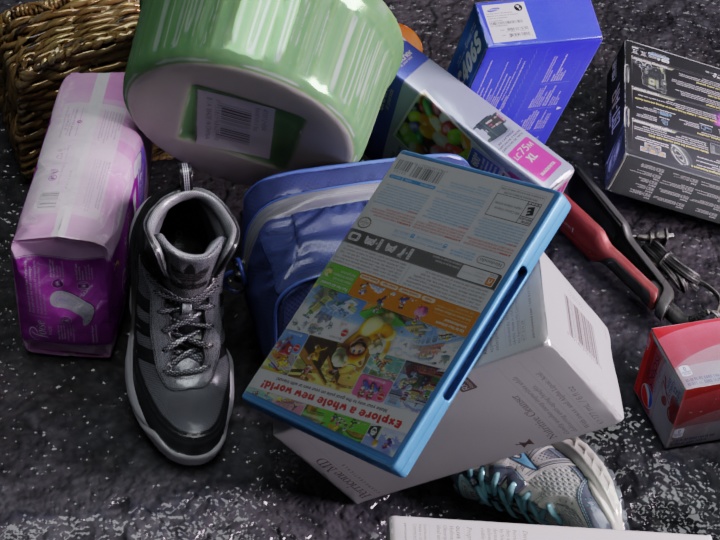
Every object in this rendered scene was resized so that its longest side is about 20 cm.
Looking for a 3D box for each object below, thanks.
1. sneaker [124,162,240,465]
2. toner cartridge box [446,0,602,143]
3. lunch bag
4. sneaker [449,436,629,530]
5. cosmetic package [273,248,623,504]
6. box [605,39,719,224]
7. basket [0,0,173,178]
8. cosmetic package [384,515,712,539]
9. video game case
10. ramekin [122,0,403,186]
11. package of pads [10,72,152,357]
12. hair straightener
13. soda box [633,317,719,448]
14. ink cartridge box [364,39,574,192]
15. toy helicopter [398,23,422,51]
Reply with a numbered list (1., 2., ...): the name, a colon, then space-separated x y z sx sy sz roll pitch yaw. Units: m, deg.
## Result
1. sneaker: -0.121 0.027 1.062 0.075 0.114 0.200 -3 73 -14
2. toner cartridge box: 0.115 -0.143 1.246 0.095 0.200 0.043 -6 65 -14
3. lunch bag: 0.000 0.000 1.131 0.200 0.136 0.132 -6 45 -12
4. sneaker: 0.108 0.142 1.059 0.086 0.078 0.200 -26 45 -15
5. cosmetic package: 0.053 0.072 1.013 0.200 0.113 0.081 -23 47 24
6. box: 0.309 -0.107 1.323 0.200 0.044 0.160 16 44 -6
7. basket: -0.203 -0.183 1.286 0.200 0.143 0.149 -10 47 -17
8. cosmetic package: 0.111 0.217 0.946 0.200 0.108 0.085 4 43 -6
9. video game case: 0.027 0.021 0.980 0.143 0.018 0.200 19 71 44
10. ramekin: -0.075 -0.142 1.132 0.200 0.200 0.098 12 65 5
11. package of pads: -0.203 -0.045 1.160 0.076 0.121 0.200 5 44 0
12. hair straightener: 0.227 -0.021 1.247 0.077 0.041 0.200 -20 45 -26
13. soda box: 0.308 0.072 1.146 0.200 0.070 0.063 -8 45 -15
14. ink cartridge box: 0.066 -0.098 1.225 0.200 0.119 0.042 41 62 15
15. toy helicopter: -0.054 -0.191 1.333 0.200 0.079 0.132 42 66 4
